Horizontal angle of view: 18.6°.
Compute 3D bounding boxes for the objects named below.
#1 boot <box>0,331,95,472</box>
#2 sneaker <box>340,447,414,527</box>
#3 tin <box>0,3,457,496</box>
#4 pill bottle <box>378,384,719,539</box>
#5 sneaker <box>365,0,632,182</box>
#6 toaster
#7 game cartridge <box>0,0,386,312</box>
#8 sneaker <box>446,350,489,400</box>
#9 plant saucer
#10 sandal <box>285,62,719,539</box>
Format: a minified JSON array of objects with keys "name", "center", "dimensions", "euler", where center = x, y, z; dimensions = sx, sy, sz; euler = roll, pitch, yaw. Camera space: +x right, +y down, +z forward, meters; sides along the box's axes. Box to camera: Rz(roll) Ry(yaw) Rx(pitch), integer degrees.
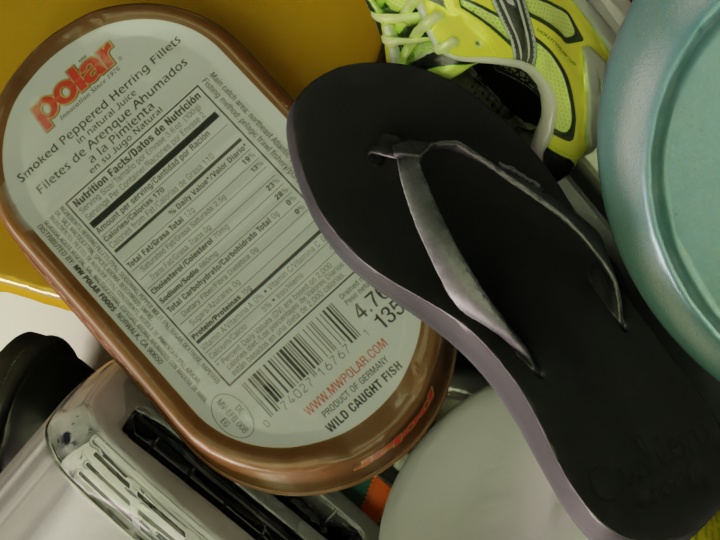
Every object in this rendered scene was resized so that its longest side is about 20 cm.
[{"name":"boot","center":[-0.071,0.126,0.918],"dimensions":[0.157,0.079,0.212],"euler":[5,120,23]},{"name":"sneaker","center":[0.026,0.095,0.886],"dimensions":[0.080,0.071,0.200],"euler":[-28,110,19]},{"name":"tin","center":[-0.051,-0.011,0.781],"dimensions":[0.112,0.042,0.200],"euler":[-41,73,-9]},{"name":"pill bottle","center":[0.104,0.129,0.815],"dimensions":[0.109,0.110,0.200],"euler":[-32,131,24]},{"name":"sneaker","center":[0.028,-0.112,0.774],"dimensions":[0.200,0.077,0.075],"euler":[43,141,-22]},{"name":"toaster","center":[-0.079,0.122,0.817],"dimensions":[0.200,0.114,0.129],"euler":[39,111,0]},{"name":"game cartridge","center":[-0.094,-0.070,0.839],"dimensions":[0.199,0.032,0.177],"euler":[16,77,14]},{"name":"sneaker","center":[0.000,0.001,0.848],"dimensions":[0.199,0.093,0.071],"euler":[20,113,9]},{"name":"plant saucer","center":[0.168,-0.031,0.683],"dimensions":[0.199,0.027,0.201],"euler":[7,112,18]},{"name":"sandal","center":[0.054,0.002,0.728],"dimensions":[0.200,0.076,0.043],"euler":[49,158,14]}]
